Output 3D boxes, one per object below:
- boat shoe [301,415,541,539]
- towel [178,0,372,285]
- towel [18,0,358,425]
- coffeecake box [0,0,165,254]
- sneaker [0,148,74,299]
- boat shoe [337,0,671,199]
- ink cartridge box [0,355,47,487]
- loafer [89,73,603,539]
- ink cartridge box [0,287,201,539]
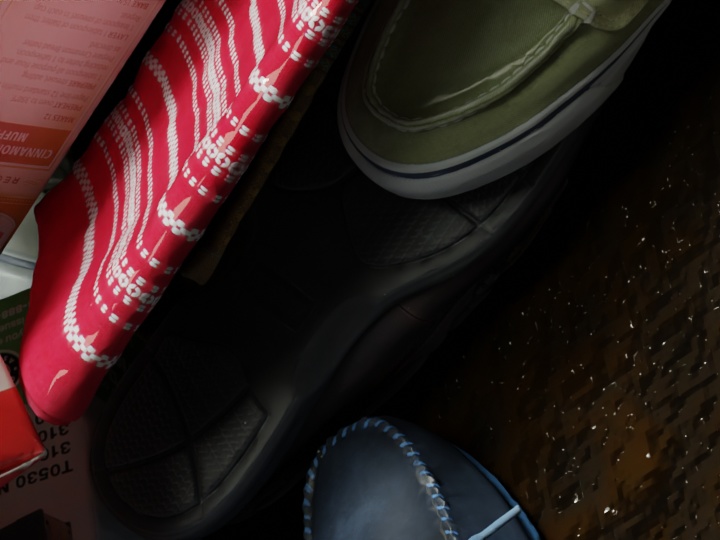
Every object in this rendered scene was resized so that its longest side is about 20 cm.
[{"bbox_3d":[0.019,0.113,0.605,0.084,0.068,0.200,-48,41,24],"label":"boat shoe"},{"bbox_3d":[-0.033,-0.077,0.733,0.147,0.022,0.200,-60,14,4],"label":"towel"},{"bbox_3d":[-0.038,-0.063,0.650,0.200,0.022,0.145,-55,18,18],"label":"towel"},{"bbox_3d":[-0.128,-0.126,0.710,0.154,0.073,0.200,45,111,26],"label":"coffeecake box"},{"bbox_3d":[-0.134,-0.033,0.857,0.200,0.073,0.071,33,109,53],"label":"sneaker"},{"bbox_3d":[0.063,-0.104,0.621,0.200,0.062,0.072,-47,69,6],"label":"boat shoe"},{"bbox_3d":[-0.161,0.027,0.646,0.116,0.067,0.201,-34,79,49],"label":"ink cartridge box"},{"bbox_3d":[0.000,0.000,0.690,0.200,0.063,0.072,-48,67,6],"label":"loafer"},{"bbox_3d":[-0.125,0.123,0.726,0.144,0.084,0.201,-21,53,13],"label":"ink cartridge box"}]
